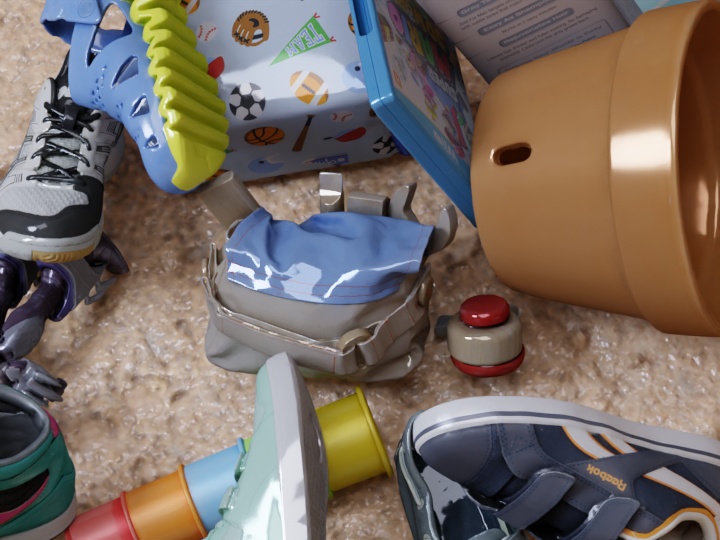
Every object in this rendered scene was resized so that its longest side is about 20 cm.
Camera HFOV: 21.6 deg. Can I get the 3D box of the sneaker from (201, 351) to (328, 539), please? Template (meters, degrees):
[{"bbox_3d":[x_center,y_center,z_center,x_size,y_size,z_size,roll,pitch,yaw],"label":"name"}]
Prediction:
[{"bbox_3d":[-0.080,0.141,1.070,0.118,0.074,0.201,-8,60,11],"label":"sneaker"}]

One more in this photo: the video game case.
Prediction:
[{"bbox_3d":[0.030,-0.140,1.169,0.018,0.143,0.201,-24,52,17],"label":"video game case"}]

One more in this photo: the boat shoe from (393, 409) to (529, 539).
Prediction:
[{"bbox_3d":[0.066,0.171,1.099,0.073,0.062,0.201,-19,60,-2],"label":"boat shoe"}]

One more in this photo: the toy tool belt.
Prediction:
[{"bbox_3d":[0.000,0.000,1.150,0.199,0.123,0.125,2,26,11],"label":"toy tool belt"}]

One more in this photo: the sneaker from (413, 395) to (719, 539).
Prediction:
[{"bbox_3d":[0.125,0.125,1.071,0.199,0.078,0.080,11,60,-18],"label":"sneaker"}]

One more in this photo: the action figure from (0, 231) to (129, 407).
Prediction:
[{"bbox_3d":[-0.231,0.048,1.200,0.130,0.069,0.200,8,52,31],"label":"action figure"}]

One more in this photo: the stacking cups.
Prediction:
[{"bbox_3d":[-0.082,0.132,1.152,0.199,0.061,0.061,-21,60,2],"label":"stacking cups"}]

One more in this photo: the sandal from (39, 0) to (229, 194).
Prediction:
[{"bbox_3d":[-0.143,-0.124,1.175,0.087,0.079,0.200,-30,56,13],"label":"sandal"}]

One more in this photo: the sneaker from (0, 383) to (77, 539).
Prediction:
[{"bbox_3d":[-0.252,0.122,1.067,0.199,0.121,0.084,-19,47,-29],"label":"sneaker"}]

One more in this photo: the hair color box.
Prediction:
[{"bbox_3d":[0.108,-0.169,1.189,0.099,0.200,0.061,-24,58,18],"label":"hair color box"}]

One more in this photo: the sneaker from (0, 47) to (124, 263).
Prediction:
[{"bbox_3d":[-0.194,-0.080,1.216,0.075,0.088,0.200,8,31,-4],"label":"sneaker"}]

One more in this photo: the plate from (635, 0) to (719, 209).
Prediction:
[{"bbox_3d":[0.246,-0.132,1.260,0.199,0.026,0.201,-4,61,8],"label":"plate"}]

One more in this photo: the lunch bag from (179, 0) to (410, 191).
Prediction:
[{"bbox_3d":[-0.061,-0.167,1.273,0.169,0.124,0.201,-10,67,5],"label":"lunch bag"}]

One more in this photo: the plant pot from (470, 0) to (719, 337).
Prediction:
[{"bbox_3d":[0.156,-0.058,1.149,0.140,0.200,0.201,-2,59,28],"label":"plant pot"}]
